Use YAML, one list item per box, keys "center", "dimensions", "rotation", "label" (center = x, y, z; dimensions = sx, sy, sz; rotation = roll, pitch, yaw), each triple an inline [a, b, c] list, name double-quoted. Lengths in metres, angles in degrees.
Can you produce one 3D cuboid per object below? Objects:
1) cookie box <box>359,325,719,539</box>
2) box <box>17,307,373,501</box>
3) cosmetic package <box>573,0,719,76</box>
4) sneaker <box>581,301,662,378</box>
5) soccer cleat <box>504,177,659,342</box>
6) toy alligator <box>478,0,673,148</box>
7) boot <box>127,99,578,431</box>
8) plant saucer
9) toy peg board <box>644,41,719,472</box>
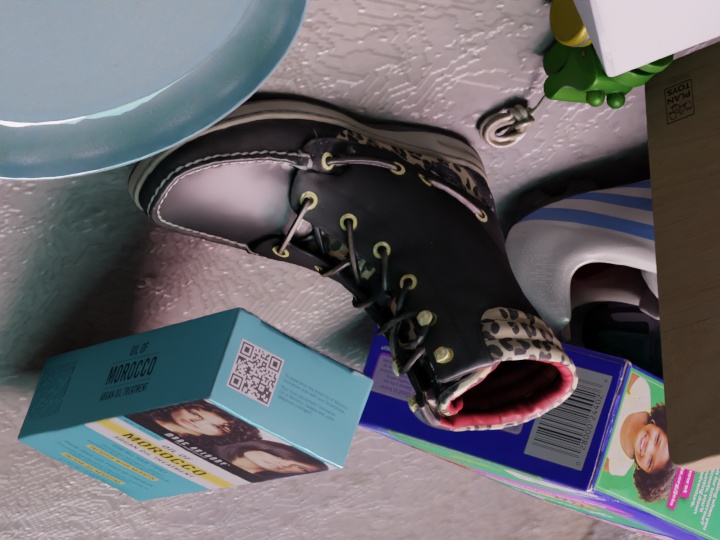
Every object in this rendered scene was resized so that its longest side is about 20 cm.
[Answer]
- center: [0.121, 0.091, 1.581]
  dimensions: [0.200, 0.171, 0.075]
  rotation: [25, 82, -49]
  label: "cookie box"
- center: [-0.085, 0.069, 1.437]
  dimensions: [0.082, 0.049, 0.200]
  rotation: [29, 157, -26]
  label: "box"
- center: [0.181, -0.175, 1.282]
  dimensions: [0.200, 0.102, 0.071]
  rotation: [-20, 149, 0]
  label: "cosmetic package"
- center: [0.228, 0.032, 1.638]
  dimensions: [0.199, 0.088, 0.075]
  rotation: [10, 143, 12]
  label: "sneaker"
- center: [0.175, -0.020, 1.524]
  dimensions: [0.200, 0.086, 0.070]
  rotation: [-20, 148, -2]
  label: "soccer cleat"
- center: [0.122, -0.106, 1.394]
  dimensions: [0.059, 0.054, 0.200]
  rotation: [4, 140, -34]
  label: "toy alligator"
- center: [0.001, -0.001, 1.384]
  dimensions: [0.203, 0.154, 0.074]
  rotation: [4, 135, -36]
  label: "boot"
- center: [-0.120, -0.112, 1.273]
  dimensions: [0.200, 0.027, 0.200]
  rotation: [-16, 148, -10]
  label: "plant saucer"
- center: [0.242, -0.018, 1.348]
  dimensions: [0.098, 0.200, 0.200]
  rotation: [15, 156, -42]
  label: "toy peg board"
